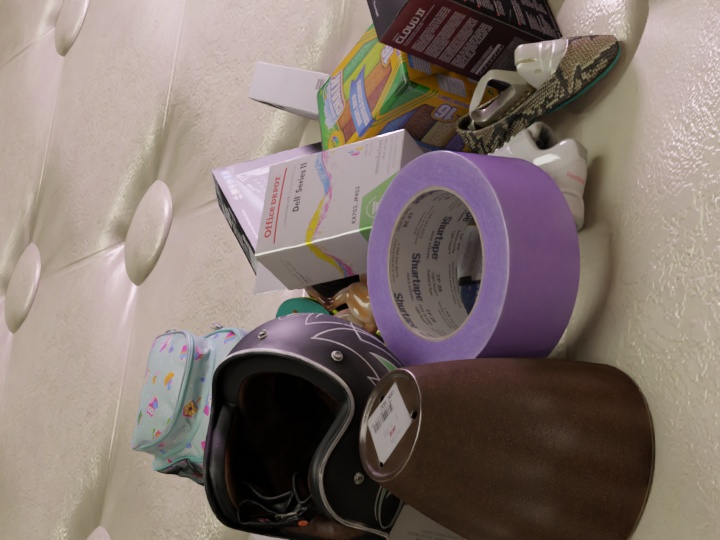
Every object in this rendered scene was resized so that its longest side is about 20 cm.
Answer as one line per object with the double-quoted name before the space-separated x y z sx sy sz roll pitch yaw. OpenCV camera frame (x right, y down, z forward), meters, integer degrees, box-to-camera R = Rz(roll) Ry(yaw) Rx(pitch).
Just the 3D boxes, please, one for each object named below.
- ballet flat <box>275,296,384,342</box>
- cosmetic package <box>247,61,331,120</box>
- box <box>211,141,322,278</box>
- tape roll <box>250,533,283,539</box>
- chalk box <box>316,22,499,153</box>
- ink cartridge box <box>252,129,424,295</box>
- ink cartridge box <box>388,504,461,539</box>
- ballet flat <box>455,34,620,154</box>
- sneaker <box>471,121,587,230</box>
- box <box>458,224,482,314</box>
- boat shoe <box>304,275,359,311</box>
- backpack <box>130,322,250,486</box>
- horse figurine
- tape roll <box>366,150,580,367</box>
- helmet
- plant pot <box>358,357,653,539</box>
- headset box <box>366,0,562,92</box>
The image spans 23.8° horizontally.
"ballet flat" -0.016 0.079 1.797 0.200 0.067 0.067 20 87 53
"cosmetic package" -0.052 -0.202 1.995 0.200 0.082 0.051 22 98 62
"box" -0.061 -0.064 1.864 0.200 0.157 0.050 -121 19 -54
"tape roll" -0.048 0.202 1.785 0.203 0.037 0.203 -46 27 32
"chalk box" 0.035 -0.157 1.772 0.200 0.124 0.125 -48 38 38
"ink cartridge box" -0.033 -0.054 1.683 0.200 0.067 0.117 -14 51 28
"ink cartridge box" 0.035 0.200 1.635 0.145 0.083 0.200 -1 74 59
"ballet flat" 0.156 -0.171 1.613 0.200 0.075 0.068 -40 25 46
"sneaker" 0.148 -0.090 1.609 0.200 0.078 0.100 8 76 52
"box" 0.112 0.018 1.641 0.200 0.041 0.119 9 84 63
"boat shoe" -0.052 -0.024 1.907 0.201 0.074 0.063 -124 27 -52
"backpack" -0.163 0.149 1.947 0.200 0.153 0.176 -13 60 51
"horse figurine" 0.000 0.000 1.725 0.132 0.050 0.200 11 77 22
"tape roll" 0.097 -0.004 1.520 0.200 0.085 0.201 -3 86 53
"helmet" -0.039 0.136 1.508 0.200 0.200 0.191 -20 59 56
"plant pot" 0.105 0.147 1.419 0.187 0.200 0.187 -36 46 49
"headset box" 0.087 -0.267 1.660 0.077 0.200 0.149 -52 37 33
